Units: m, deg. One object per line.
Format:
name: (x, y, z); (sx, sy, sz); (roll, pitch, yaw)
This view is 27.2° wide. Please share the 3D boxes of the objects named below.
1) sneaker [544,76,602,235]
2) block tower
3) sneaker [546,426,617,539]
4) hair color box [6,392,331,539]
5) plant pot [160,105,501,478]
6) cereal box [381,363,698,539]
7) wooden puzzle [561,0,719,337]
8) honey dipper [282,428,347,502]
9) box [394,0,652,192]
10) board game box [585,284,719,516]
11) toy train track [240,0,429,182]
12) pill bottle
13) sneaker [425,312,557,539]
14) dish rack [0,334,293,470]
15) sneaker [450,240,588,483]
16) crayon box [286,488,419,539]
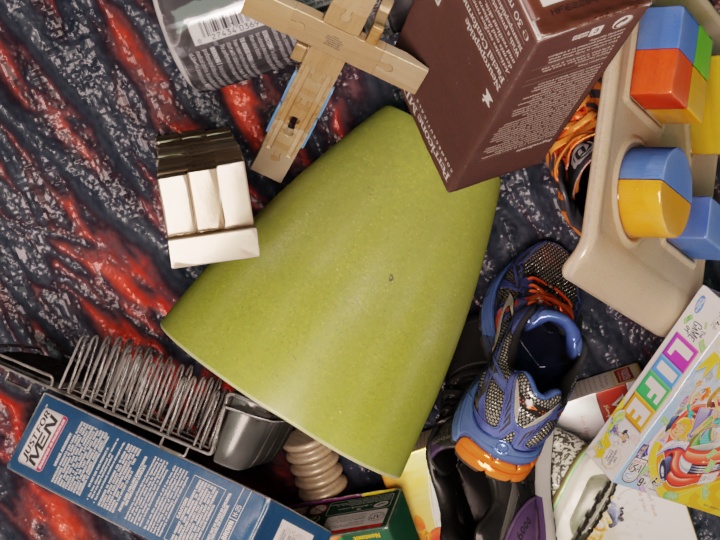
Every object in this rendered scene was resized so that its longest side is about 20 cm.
sneaker: (0.139, -0.101, 0.958); (0.077, 0.112, 0.201); (-30, 101, 11)
block tower: (-0.100, -0.052, 0.943); (0.054, 0.200, 0.058); (-10, 105, -7)
sneaker: (0.098, 0.186, 1.023); (0.088, 0.077, 0.201); (34, 91, 22)
hair color box: (-0.129, 0.154, 1.003); (0.199, 0.100, 0.061); (20, 77, 30)
plant pot: (0.000, 0.000, 0.975); (0.187, 0.187, 0.201); (32, 90, -5)
cereal box: (0.128, 0.165, 1.068); (0.199, 0.040, 0.145); (-19, 103, 9)
wooden puzzle: (0.193, -0.071, 0.901); (0.046, 0.185, 0.201); (8, 80, 33)
honey dipper: (-0.013, 0.209, 1.094); (0.038, 0.038, 0.201); (-14, 107, 7)
box: (0.082, -0.134, 0.846); (0.075, 0.200, 0.101); (-20, 74, -15)
board game box: (0.258, 0.099, 0.990); (0.199, 0.034, 0.135); (21, 108, -37)
toy train track: (-0.026, -0.124, 0.916); (0.114, 0.033, 0.200); (24, 143, -7)
pill bottle: (-0.027, -0.191, 0.950); (0.199, 0.106, 0.107); (-16, 103, 7)
sneaker: (0.081, 0.106, 0.975); (0.075, 0.201, 0.087); (-23, 144, 25)
dish rack: (-0.143, 0.079, 1.006); (0.199, 0.153, 0.055); (21, 87, 8)
sneaker: (0.118, 0.047, 0.961); (0.075, 0.201, 0.079); (27, 131, -9)
crayon box: (-0.042, 0.258, 1.071); (0.199, 0.058, 0.173); (-12, 109, 18)
